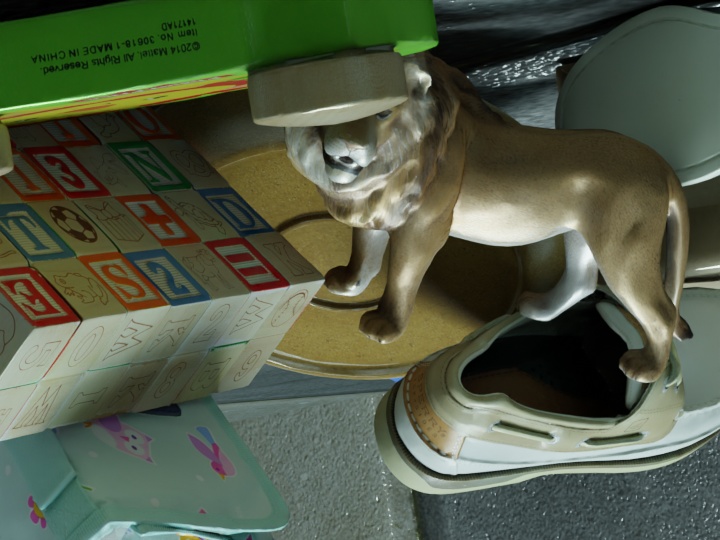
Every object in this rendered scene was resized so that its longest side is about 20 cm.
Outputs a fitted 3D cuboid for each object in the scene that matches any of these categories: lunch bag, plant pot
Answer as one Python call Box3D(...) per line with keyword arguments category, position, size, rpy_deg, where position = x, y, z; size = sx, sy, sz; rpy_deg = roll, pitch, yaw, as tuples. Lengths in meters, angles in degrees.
Box3D(category="lunch bag", position=(-0.104, 0.090, 1.087), size=(0.122, 0.171, 0.200), rpy_deg=(-31, 144, -6))
Box3D(category="plant pot", position=(-0.007, -0.011, 1.153), size=(0.199, 0.028, 0.201), rpy_deg=(5, 142, 4))

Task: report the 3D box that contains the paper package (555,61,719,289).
Box3D(category="paper package", position=(0.203, -0.050, 1.255), size=(0.190, 0.104, 0.200), rpy_deg=(-11, 175, 18))

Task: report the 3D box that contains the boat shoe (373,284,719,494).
Box3D(category="boat shoe", position=(0.105, 0.045, 1.160), size=(0.199, 0.075, 0.068), rpy_deg=(-16, 162, -30))

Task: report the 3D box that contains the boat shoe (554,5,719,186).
Box3D(category="boat shoe", position=(0.164, -0.077, 1.084), size=(0.062, 0.073, 0.199), rpy_deg=(3, 163, -45))

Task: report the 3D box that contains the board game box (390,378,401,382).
Box3D(category="board game box", position=(0.000, 0.000, 1.266), size=(0.199, 0.045, 0.134), rpy_deg=(26, 162, -20))

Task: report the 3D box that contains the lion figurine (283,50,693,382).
Box3D(category="lion figurine", position=(0.057, -0.030, 1.064), size=(0.199, 0.123, 0.073), rpy_deg=(6, -153, -23))

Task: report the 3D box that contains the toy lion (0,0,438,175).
Box3D(category="toy lion", position=(-0.069, -0.070, 0.889), size=(0.199, 0.069, 0.192), rpy_deg=(-9, -178, 14))

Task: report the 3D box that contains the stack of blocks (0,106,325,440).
Box3D(category="stack of blocks", position=(-0.114, -0.005, 1.013), size=(0.059, 0.115, 0.200), rpy_deg=(-53, 161, 21))
